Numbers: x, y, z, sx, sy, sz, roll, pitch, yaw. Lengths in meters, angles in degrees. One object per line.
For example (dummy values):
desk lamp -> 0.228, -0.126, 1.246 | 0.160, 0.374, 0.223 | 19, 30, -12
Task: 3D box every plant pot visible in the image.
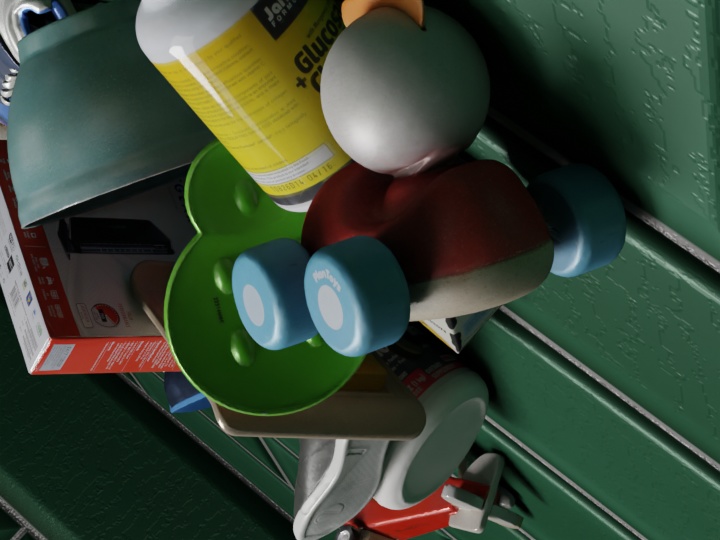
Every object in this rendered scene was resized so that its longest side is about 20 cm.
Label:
plant pot -> -0.181, -0.127, 1.472 | 0.200, 0.199, 0.135 | 169, 81, -75

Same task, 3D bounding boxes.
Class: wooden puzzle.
wooden puzzle -> -0.062, 0.054, 1.503 | 0.184, 0.037, 0.200 | 5, -149, -33

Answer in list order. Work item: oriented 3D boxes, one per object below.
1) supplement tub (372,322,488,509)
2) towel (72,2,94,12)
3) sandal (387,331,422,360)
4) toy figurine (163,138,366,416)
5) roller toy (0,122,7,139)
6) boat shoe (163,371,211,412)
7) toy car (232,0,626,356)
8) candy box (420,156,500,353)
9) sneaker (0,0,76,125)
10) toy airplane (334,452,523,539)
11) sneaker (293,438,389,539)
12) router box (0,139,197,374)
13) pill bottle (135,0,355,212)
supplement tub -> -0.001, 0.099, 1.710 | 0.199, 0.141, 0.141 | 37, 166, 24
towel -> -0.215, -0.174, 1.716 | 0.147, 0.022, 0.200 | 57, 162, -24
sandal -> 0.000, 0.000, 1.581 | 0.200, 0.054, 0.082 | 52, 180, -30
toy figurine -> -0.083, -0.019, 1.411 | 0.184, 0.149, 0.202 | -129, 24, -71
roller toy -> -0.317, -0.140, 1.901 | 0.183, 0.140, 0.200 | 47, 166, -21
boat shoe -> -0.113, 0.068, 1.653 | 0.199, 0.084, 0.069 | -23, 76, 43
toy car -> 0.021, -0.075, 1.104 | 0.176, 0.183, 0.202 | 0, 106, 61
candy box -> 0.027, -0.038, 1.354 | 0.136, 0.061, 0.200 | 39, 168, 23
sneaker -> -0.285, -0.180, 1.689 | 0.146, 0.080, 0.201 | 46, 149, 43
toy airplane -> 0.066, 0.205, 1.930 | 0.197, 0.142, 0.201 | 3, 151, 3
sneaker -> -0.032, 0.136, 1.615 | 0.099, 0.070, 0.201 | 53, 144, 29
router box -> -0.203, -0.012, 1.572 | 0.049, 0.178, 0.201 | -54, 48, 40
pill bottle -> -0.065, -0.140, 1.186 | 0.200, 0.112, 0.112 | 49, 166, -27
